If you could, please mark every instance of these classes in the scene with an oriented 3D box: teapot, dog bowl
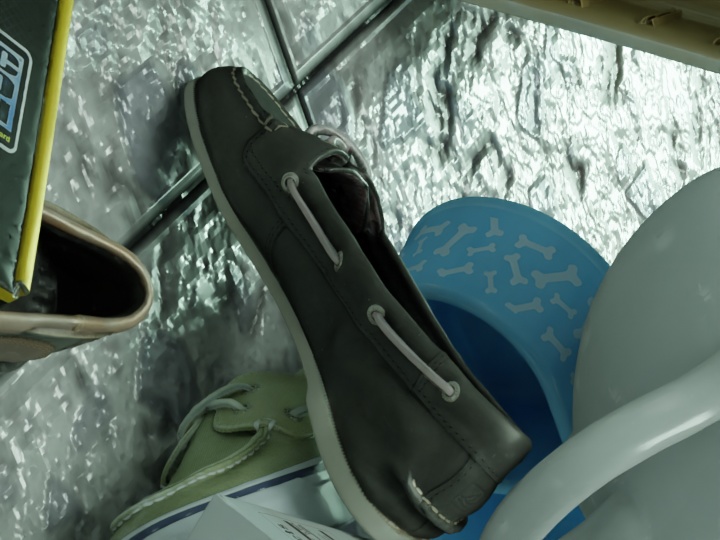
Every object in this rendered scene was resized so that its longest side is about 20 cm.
[{"bbox_3d":[0.139,0.070,0.817,0.200,0.146,0.198,37,21,-15],"label":"teapot"},{"bbox_3d":[0.064,0.070,0.917,0.050,0.111,0.200,-43,122,-39],"label":"dog bowl"}]

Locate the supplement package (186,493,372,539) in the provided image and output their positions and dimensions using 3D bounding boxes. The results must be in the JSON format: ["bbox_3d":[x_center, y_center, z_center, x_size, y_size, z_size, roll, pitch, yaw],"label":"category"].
[{"bbox_3d":[0.021,0.182,0.718,0.152,0.151,0.200,-58,146,4],"label":"supplement package"}]

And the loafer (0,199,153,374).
[{"bbox_3d":[-0.132,-0.014,0.634,0.200,0.063,0.072,21,68,-57],"label":"loafer"}]

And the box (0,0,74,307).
[{"bbox_3d":[-0.155,-0.095,0.564,0.200,0.049,0.160,36,45,-37],"label":"box"}]

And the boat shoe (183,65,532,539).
[{"bbox_3d":[0.000,0.000,0.782,0.067,0.057,0.200,36,24,-51],"label":"boat shoe"}]

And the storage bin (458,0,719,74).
[{"bbox_3d":[0.138,-0.186,0.930,0.094,0.199,0.199,-27,132,-67],"label":"storage bin"}]

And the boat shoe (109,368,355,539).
[{"bbox_3d":[-0.033,0.066,0.802,0.062,0.072,0.200,58,26,6],"label":"boat shoe"}]
